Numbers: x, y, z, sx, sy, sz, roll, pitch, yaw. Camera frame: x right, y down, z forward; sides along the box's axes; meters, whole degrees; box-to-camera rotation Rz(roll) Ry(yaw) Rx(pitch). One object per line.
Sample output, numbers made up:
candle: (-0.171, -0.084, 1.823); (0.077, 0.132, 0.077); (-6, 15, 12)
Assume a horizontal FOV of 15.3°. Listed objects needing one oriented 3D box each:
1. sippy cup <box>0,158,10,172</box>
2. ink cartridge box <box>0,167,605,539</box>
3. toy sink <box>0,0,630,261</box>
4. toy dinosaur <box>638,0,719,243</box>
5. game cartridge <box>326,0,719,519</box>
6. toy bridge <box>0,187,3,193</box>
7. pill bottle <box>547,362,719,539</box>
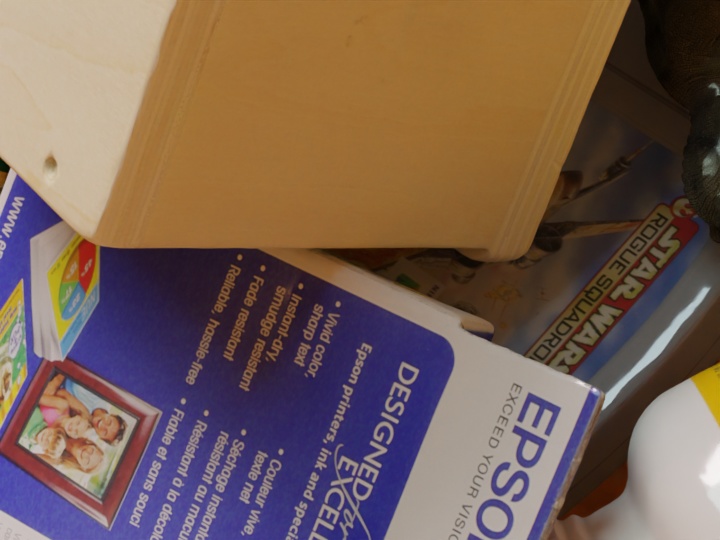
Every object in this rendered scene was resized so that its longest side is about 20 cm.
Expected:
sippy cup: (-0.102, -0.118, 0.958); (0.177, 0.140, 0.131); (-10, 66, 23)
ink cartridge box: (-0.044, 0.086, 0.701); (0.200, 0.047, 0.198); (25, 95, 32)
toy sink: (-0.009, -0.078, 0.704); (0.200, 0.112, 0.130); (-2, 32, -42)
toy dinosaur: (0.110, -0.091, 0.749); (0.088, 0.047, 0.200); (-20, 54, 6)
game cartridge: (0.040, -0.006, 0.759); (0.133, 0.042, 0.200); (33, 72, 31)
toy bridge: (-0.080, -0.009, 0.941); (0.200, 0.027, 0.067); (14, 55, 44)
pill bottle: (0.136, 0.055, 0.654); (0.200, 0.104, 0.104); (-27, 36, 3)
